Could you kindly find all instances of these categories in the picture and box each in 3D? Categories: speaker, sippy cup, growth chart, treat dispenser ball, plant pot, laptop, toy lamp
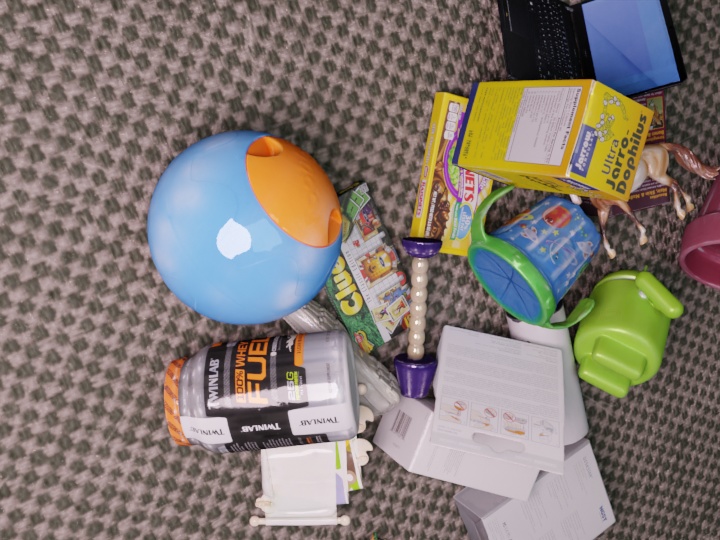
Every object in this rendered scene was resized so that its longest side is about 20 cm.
[{"bbox_3d":[0.262,0.142,1.112,0.081,0.081,0.200,-23,108,-21],"label":"speaker"},{"bbox_3d":[0.228,-0.021,1.012,0.130,0.140,0.178,-40,137,-14],"label":"sippy cup"},{"bbox_3d":[-0.059,0.227,0.963,0.144,0.018,0.200,4,104,-1],"label":"growth chart"},{"bbox_3d":[-0.118,-0.044,0.825,0.201,0.201,0.201,-5,101,-25],"label":"treat dispenser ball"},{"bbox_3d":[0.592,-0.077,1.183,0.200,0.200,0.179,27,71,-27],"label":"plant pot"},{"bbox_3d":[0.280,-0.303,0.983,0.200,0.103,0.177,14,58,-26],"label":"laptop"},{"bbox_3d":[0.073,0.060,0.995,0.058,0.058,0.200,-1,102,-26],"label":"toy lamp"}]

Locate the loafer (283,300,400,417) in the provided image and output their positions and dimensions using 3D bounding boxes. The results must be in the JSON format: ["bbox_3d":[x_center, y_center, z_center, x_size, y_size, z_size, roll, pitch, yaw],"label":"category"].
[{"bbox_3d":[-0.035,0.108,0.967,0.070,0.070,0.200,-40,104,14],"label":"loafer"}]

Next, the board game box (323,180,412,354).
[{"bbox_3d":[0.000,0.000,0.992,0.105,0.023,0.200,-31,111,-15],"label":"board game box"}]

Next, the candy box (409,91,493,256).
[{"bbox_3d":[0.126,-0.121,1.028,0.102,0.026,0.200,6,97,-31],"label":"candy box"}]

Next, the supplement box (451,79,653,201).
[{"bbox_3d":[0.221,-0.156,0.943,0.109,0.200,0.109,14,93,-34],"label":"supplement box"}]

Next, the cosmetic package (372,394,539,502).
[{"bbox_3d":[0.133,0.229,1.051,0.200,0.108,0.085,23,89,-26],"label":"cosmetic package"}]

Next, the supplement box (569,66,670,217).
[{"bbox_3d":[0.350,-0.182,1.092,0.110,0.086,0.200,-14,105,-22],"label":"supplement box"}]

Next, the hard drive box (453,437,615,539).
[{"bbox_3d":[0.254,0.345,1.147,0.200,0.077,0.156,-29,111,-18],"label":"hard drive box"}]

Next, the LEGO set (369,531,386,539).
[{"bbox_3d":[0.067,0.439,1.031,0.116,0.154,0.200,-16,99,-5],"label":"LEGO set"}]

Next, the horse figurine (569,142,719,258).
[{"bbox_3d":[0.359,-0.109,1.027,0.200,0.050,0.133,-29,93,-7],"label":"horse figurine"}]

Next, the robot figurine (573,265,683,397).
[{"bbox_3d":[0.367,0.079,1.109,0.116,0.176,0.200,25,46,9],"label":"robot figurine"}]

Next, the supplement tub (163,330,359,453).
[{"bbox_3d":[-0.105,0.135,0.878,0.200,0.123,0.123,-7,104,3],"label":"supplement tub"}]

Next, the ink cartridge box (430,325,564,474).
[{"bbox_3d":[0.168,0.164,0.983,0.160,0.200,0.047,13,131,2],"label":"ink cartridge box"}]
